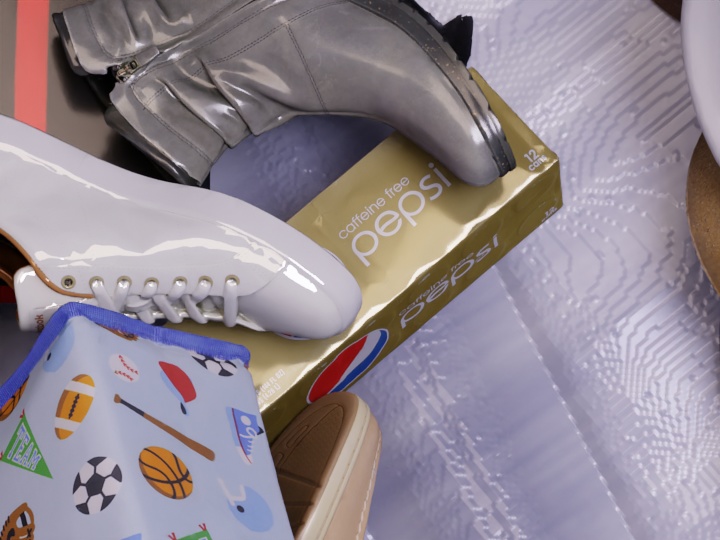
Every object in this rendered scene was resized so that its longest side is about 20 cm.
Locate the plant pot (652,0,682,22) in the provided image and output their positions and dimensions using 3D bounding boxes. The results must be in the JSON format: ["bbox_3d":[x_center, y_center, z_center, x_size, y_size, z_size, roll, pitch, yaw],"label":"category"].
[{"bbox_3d":[0.201,-0.222,1.251,0.186,0.200,0.188,-1,73,5],"label":"plant pot"}]

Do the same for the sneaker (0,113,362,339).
[{"bbox_3d":[-0.101,0.004,1.193,0.199,0.073,0.085,19,62,8],"label":"sneaker"}]

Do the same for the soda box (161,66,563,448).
[{"bbox_3d":[0.000,0.000,1.267,0.200,0.068,0.064,-41,73,-8],"label":"soda box"}]

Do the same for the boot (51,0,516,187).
[{"bbox_3d":[-0.036,-0.076,1.225,0.131,0.068,0.200,-43,71,-10],"label":"boot"}]

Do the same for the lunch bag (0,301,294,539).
[{"bbox_3d":[-0.116,0.145,1.169,0.200,0.123,0.171,-47,43,30],"label":"lunch bag"}]

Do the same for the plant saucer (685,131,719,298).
[{"bbox_3d":[0.247,-0.029,1.234,0.199,0.036,0.201,5,54,-7],"label":"plant saucer"}]

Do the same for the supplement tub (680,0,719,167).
[{"bbox_3d":[0.254,-0.105,1.178,0.199,0.145,0.145,-17,71,-21],"label":"supplement tub"}]

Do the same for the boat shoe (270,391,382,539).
[{"bbox_3d":[-0.029,0.154,1.229,0.064,0.071,0.201,26,78,-27],"label":"boat shoe"}]

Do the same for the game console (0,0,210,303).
[{"bbox_3d":[-0.156,-0.084,1.261,0.176,0.031,0.201,2,78,-7],"label":"game console"}]

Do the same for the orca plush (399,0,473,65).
[{"bbox_3d":[-0.047,-0.125,1.309,0.199,0.071,0.106,23,76,11],"label":"orca plush"}]
